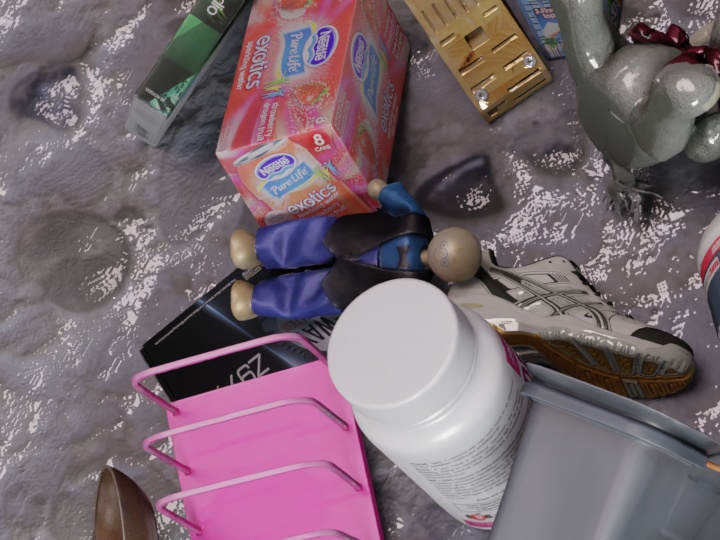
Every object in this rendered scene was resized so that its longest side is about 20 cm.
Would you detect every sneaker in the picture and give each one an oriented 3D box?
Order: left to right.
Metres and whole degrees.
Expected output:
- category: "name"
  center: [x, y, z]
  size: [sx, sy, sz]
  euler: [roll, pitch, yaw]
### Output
- category: "sneaker"
  center: [0.150, 0.029, 1.698]
  size: [0.200, 0.076, 0.088]
  euler: [13, 59, 27]

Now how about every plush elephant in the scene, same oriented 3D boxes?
- category: "plush elephant"
  center: [0.240, -0.139, 1.703]
  size: [0.155, 0.200, 0.165]
  euler: [-30, 51, -19]

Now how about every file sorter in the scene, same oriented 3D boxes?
- category: "file sorter"
  center: [-0.072, 0.160, 1.674]
  size: [0.139, 0.125, 0.200]
  euler: [-16, 71, 11]

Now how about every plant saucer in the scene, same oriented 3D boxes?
- category: "plant saucer"
  center: [-0.166, 0.238, 1.701]
  size: [0.032, 0.200, 0.200]
  euler: [-2, 56, -14]

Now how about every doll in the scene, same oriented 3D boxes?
- category: "doll"
  center: [0.000, 0.000, 1.748]
  size: [0.200, 0.048, 0.137]
  euler: [-7, 76, 29]

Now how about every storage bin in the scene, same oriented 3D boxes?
- category: "storage bin"
  center: [0.175, 0.162, 1.544]
  size: [0.146, 0.200, 0.134]
  euler: [20, 85, 35]

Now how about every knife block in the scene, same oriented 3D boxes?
- category: "knife block"
  center: [0.072, -0.226, 1.903]
  size: [0.064, 0.176, 0.200]
  euler: [-34, 97, 9]

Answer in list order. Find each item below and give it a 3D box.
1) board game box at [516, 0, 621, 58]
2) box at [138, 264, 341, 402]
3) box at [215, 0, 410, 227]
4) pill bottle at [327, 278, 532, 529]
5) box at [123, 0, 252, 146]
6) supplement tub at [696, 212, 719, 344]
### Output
- category: "board game box"
  center: [0.141, -0.297, 1.808]
  size: [0.062, 0.200, 0.200]
  euler: [-4, 62, 27]
- category: "box"
  center: [-0.050, 0.058, 1.809]
  size: [0.200, 0.044, 0.160]
  euler: [-39, 52, 4]
- category: "box"
  center: [-0.033, -0.134, 1.845]
  size: [0.103, 0.095, 0.200]
  euler: [-12, 42, 22]
- category: "pill bottle"
  center: [0.062, 0.091, 1.629]
  size: [0.113, 0.200, 0.113]
  euler: [-13, 58, 22]
- category: "box"
  center: [-0.121, -0.201, 1.942]
  size: [0.036, 0.144, 0.200]
  euler: [32, 80, -4]
- category: "supplement tub"
  center: [0.308, 0.049, 1.558]
  size: [0.140, 0.140, 0.200]
  euler: [-23, 55, 16]
